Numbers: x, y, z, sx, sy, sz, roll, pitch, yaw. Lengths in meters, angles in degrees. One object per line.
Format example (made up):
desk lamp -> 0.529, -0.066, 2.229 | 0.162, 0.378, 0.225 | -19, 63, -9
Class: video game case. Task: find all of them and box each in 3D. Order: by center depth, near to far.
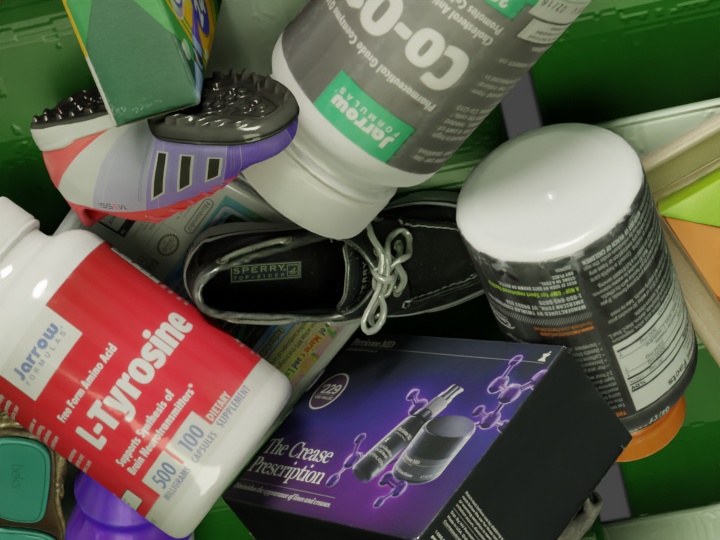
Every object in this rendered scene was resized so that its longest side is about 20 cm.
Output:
video game case -> -0.109, 0.027, 1.165 | 0.181, 0.024, 0.200 | 30, 118, -16

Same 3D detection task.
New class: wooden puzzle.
wooden puzzle -> 0.263, -0.019, 1.109 | 0.184, 0.037, 0.200 | -30, 117, 20

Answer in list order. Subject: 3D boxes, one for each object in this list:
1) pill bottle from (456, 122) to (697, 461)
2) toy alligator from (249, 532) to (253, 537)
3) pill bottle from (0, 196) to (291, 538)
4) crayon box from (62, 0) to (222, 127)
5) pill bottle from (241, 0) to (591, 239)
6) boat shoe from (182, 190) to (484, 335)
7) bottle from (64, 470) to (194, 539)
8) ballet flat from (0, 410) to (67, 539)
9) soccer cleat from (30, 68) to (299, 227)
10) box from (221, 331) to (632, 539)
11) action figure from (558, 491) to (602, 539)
pill bottle -> 0.130, 0.022, 1.091 | 0.106, 0.107, 0.201 | -14, 133, 12
toy alligator -> 0.010, 0.172, 1.198 | 0.199, 0.059, 0.055 | -17, 89, 41
pill bottle -> -0.147, 0.051, 1.087 | 0.200, 0.112, 0.112 | 36, 119, 0
crayon box -> -0.128, -0.191, 0.962 | 0.051, 0.126, 0.201 | -14, 121, 11
pill bottle -> 0.025, -0.117, 1.011 | 0.113, 0.113, 0.200 | 33, 118, -17
boat shoe -> 0.000, -0.003, 1.093 | 0.198, 0.068, 0.074 | 0, 105, -11
bottle -> -0.145, 0.170, 1.211 | 0.065, 0.083, 0.201 | 34, 140, 30
ballet flat -> -0.213, 0.143, 1.216 | 0.070, 0.066, 0.201 | 12, 134, -9
soccer cleat -> -0.098, -0.061, 1.024 | 0.199, 0.068, 0.074 | 1, 117, 45
box -> 0.033, 0.112, 1.086 | 0.199, 0.141, 0.079 | 1, 132, 55
action figure -> 0.124, 0.183, 1.196 | 0.193, 0.105, 0.201 | 28, 119, 18
